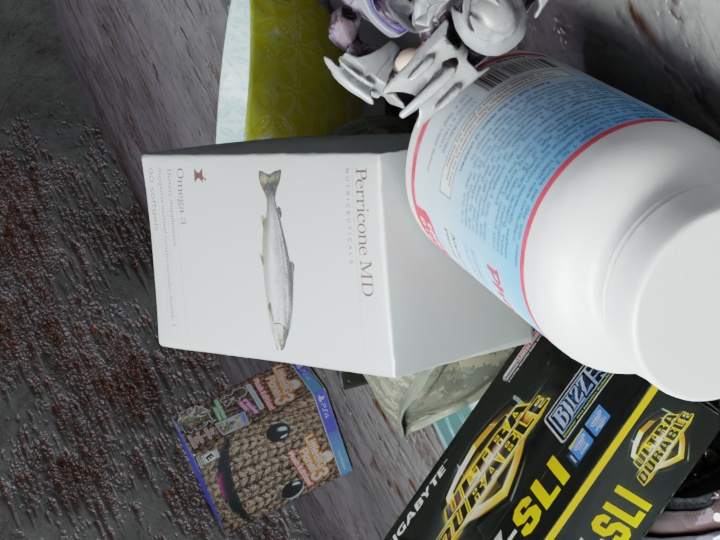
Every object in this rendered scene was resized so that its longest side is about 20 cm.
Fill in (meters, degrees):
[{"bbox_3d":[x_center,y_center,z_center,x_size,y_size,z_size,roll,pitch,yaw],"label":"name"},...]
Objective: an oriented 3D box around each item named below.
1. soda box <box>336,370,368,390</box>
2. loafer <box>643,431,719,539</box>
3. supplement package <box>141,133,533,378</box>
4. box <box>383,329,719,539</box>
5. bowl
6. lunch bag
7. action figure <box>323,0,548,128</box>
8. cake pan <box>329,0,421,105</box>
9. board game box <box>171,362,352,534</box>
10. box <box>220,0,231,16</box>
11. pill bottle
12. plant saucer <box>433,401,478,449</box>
[{"bbox_3d":[0.000,0.000,1.176,0.063,0.070,0.201,-113,13,-49],"label":"soda box"},{"bbox_3d":[0.156,0.103,0.767,0.200,0.072,0.063,164,87,-80],"label":"loafer"},{"bbox_3d":[-0.016,-0.015,0.814,0.199,0.117,0.118,3,100,45],"label":"supplement package"},{"bbox_3d":[0.088,0.120,0.759,0.049,0.201,0.160,31,-173,-18],"label":"box"},{"bbox_3d":[-0.042,-0.111,1.048,0.200,0.107,0.201,-177,90,-78],"label":"bowl"},{"bbox_3d":[0.038,0.000,0.957,0.165,0.117,0.200,62,173,15],"label":"lunch bag"},{"bbox_3d":[0.037,-0.133,0.689,0.070,0.130,0.200,54,-179,-19],"label":"action figure"},{"bbox_3d":[0.013,-0.186,0.879,0.201,0.037,0.200,60,168,22],"label":"cake pan"},{"bbox_3d":[-0.134,0.239,1.998,0.097,0.199,0.160,48,160,52],"label":"board game box"},{"bbox_3d":[-0.105,-0.285,1.173,0.201,0.048,0.158,64,168,9],"label":"box"},{"bbox_3d":[0.103,-0.022,0.636,0.200,0.108,0.109,46,158,60],"label":"pill bottle"},{"bbox_3d":[0.092,0.129,1.204,0.201,0.027,0.200,61,168,23],"label":"plant saucer"}]
